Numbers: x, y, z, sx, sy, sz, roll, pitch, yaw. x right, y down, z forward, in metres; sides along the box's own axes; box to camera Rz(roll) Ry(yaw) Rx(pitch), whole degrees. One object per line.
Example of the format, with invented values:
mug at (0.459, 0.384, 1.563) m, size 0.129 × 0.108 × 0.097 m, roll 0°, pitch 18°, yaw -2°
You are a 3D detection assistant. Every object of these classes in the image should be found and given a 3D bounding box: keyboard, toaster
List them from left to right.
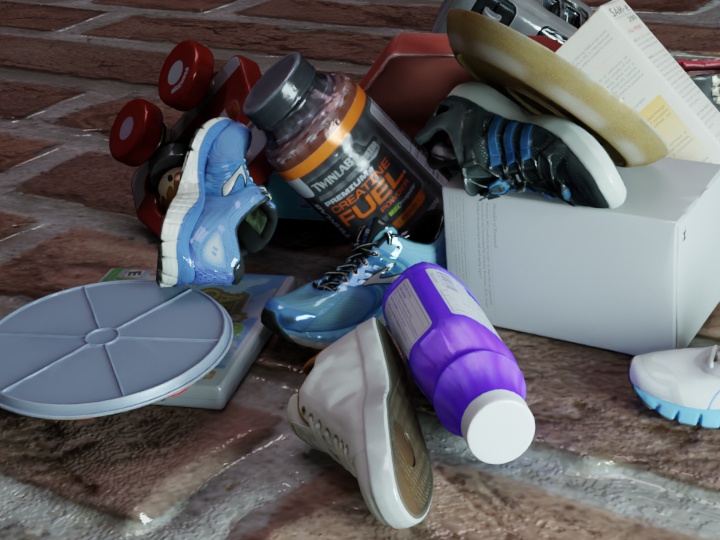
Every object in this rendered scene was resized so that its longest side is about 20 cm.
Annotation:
keyboard at (-0.081, -0.071, 1.290) m, size 0.126 × 0.021 × 0.199 m, roll -23°, pitch 31°, yaw -35°
toaster at (0.187, -0.291, 1.531) m, size 0.179 × 0.119 × 0.201 m, roll 31°, pitch 28°, yaw -6°

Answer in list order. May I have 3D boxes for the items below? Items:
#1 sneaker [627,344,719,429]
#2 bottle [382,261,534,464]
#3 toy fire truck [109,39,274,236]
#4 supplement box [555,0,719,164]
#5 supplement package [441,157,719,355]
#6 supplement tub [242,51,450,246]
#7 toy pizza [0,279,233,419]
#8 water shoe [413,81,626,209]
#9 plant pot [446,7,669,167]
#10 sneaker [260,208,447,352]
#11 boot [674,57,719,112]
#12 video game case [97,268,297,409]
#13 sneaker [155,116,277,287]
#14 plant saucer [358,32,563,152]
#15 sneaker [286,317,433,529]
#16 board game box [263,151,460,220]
sneaker at (0.282, 0.061, 0.857) m, size 0.197 × 0.088 × 0.075 m, roll 3°, pitch 26°, yaw 20°
bottle at (0.071, 0.065, 0.888) m, size 0.065 × 0.083 × 0.200 m, roll -45°, pitch 25°, yaw 9°
toy fire truck at (-0.154, -0.109, 1.214) m, size 0.111 × 0.200 × 0.169 m, roll 24°, pitch 34°, yaw -39°
supplement box at (0.234, -0.112, 1.068) m, size 0.126 × 0.201 × 0.073 m, roll -42°, pitch -5°, yaw 32°
supplement package at (0.180, -0.021, 1.010) m, size 0.197 × 0.122 × 0.121 m, roll 11°, pitch 30°, yaw 31°
supplement tub at (-0.011, -0.097, 1.103) m, size 0.107 × 0.200 × 0.108 m, roll -38°, pitch 25°, yaw 22°
toy pizza at (-0.193, 0.063, 0.949) m, size 0.196 × 0.032 × 0.201 m, roll -3°, pitch 26°, yaw 2°
water shoe at (0.118, -0.077, 0.948) m, size 0.079 × 0.072 × 0.200 m, roll -44°, pitch 38°, yaw -8°
plant pot at (0.143, -0.132, 0.954) m, size 0.198 × 0.028 × 0.200 m, roll 33°, pitch 3°, yaw -2°
sneaker at (0.000, 0.000, 1.033) m, size 0.198 × 0.091 × 0.078 m, roll -22°, pitch 29°, yaw -33°
boot at (0.281, -0.110, 1.152) m, size 0.196 × 0.153 × 0.073 m, roll -8°, pitch 24°, yaw -8°
video game case at (-0.165, 0.050, 1.035) m, size 0.179 × 0.022 × 0.200 m, roll 2°, pitch 25°, yaw 14°
sneaker at (-0.112, -0.053, 1.057) m, size 0.088 × 0.079 × 0.202 m, roll 12°, pitch 43°, yaw -3°
plant saucer at (0.078, -0.168, 1.179) m, size 0.197 × 0.037 × 0.200 m, roll -4°, pitch -18°, yaw -23°
sneaker at (-0.004, 0.113, 0.836) m, size 0.084 × 0.073 × 0.201 m, roll -27°, pitch 25°, yaw 8°
board game box at (-0.001, -0.096, 1.257) m, size 0.196 × 0.048 × 0.151 m, roll 3°, pitch 24°, yaw -9°
